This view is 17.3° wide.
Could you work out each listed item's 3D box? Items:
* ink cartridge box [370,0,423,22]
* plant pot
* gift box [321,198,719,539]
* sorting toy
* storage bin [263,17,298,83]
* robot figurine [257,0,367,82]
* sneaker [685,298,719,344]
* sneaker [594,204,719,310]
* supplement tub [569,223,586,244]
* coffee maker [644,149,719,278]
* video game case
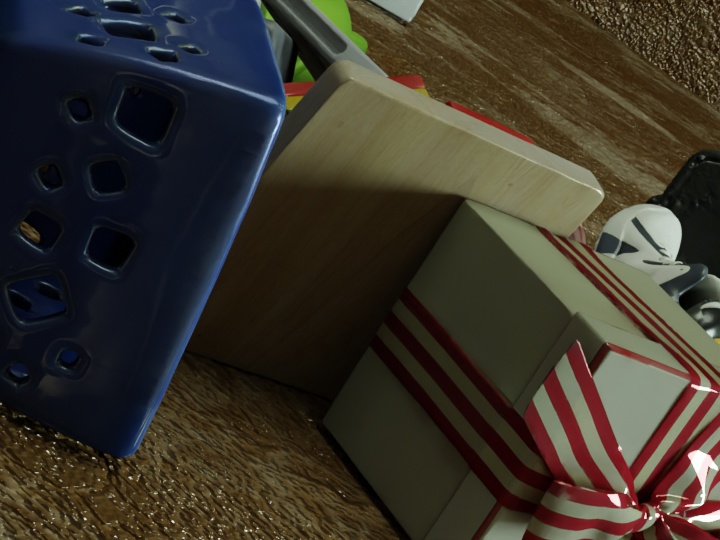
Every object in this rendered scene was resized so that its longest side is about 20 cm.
[{"bbox_3d":[-0.014,-0.382,2.725,0.200,0.084,0.145,29,15,-14],"label":"ink cartridge box"},{"bbox_3d":[-0.160,-0.056,1.163,0.180,0.200,0.200,21,17,-15],"label":"plant pot"},{"bbox_3d":[0.114,0.077,1.294,0.184,0.200,0.187,15,24,-37],"label":"gift box"},{"bbox_3d":[-0.003,-0.028,1.346,0.199,0.200,0.070,21,33,-37],"label":"sorting toy"},{"bbox_3d":[-0.117,-0.113,1.464,0.134,0.146,0.200,13,1,3],"label":"storage bin"},{"bbox_3d":[-0.089,-0.195,1.898,0.200,0.116,0.175,18,22,-43],"label":"robot figurine"},{"bbox_3d":[0.258,0.097,1.643,0.090,0.070,0.200,52,-8,34],"label":"sneaker"},{"bbox_3d":[0.227,0.017,1.732,0.130,0.080,0.199,4,26,31],"label":"sneaker"},{"bbox_3d":[0.106,-0.024,1.719,0.107,0.107,0.200,31,5,-7],"label":"supplement tub"},{"bbox_3d":[0.278,0.019,1.915,0.135,0.192,0.200,62,6,27],"label":"coffee maker"},{"bbox_3d":[0.012,-0.097,1.546,0.182,0.022,0.200,49,-4,47],"label":"video game case"}]
